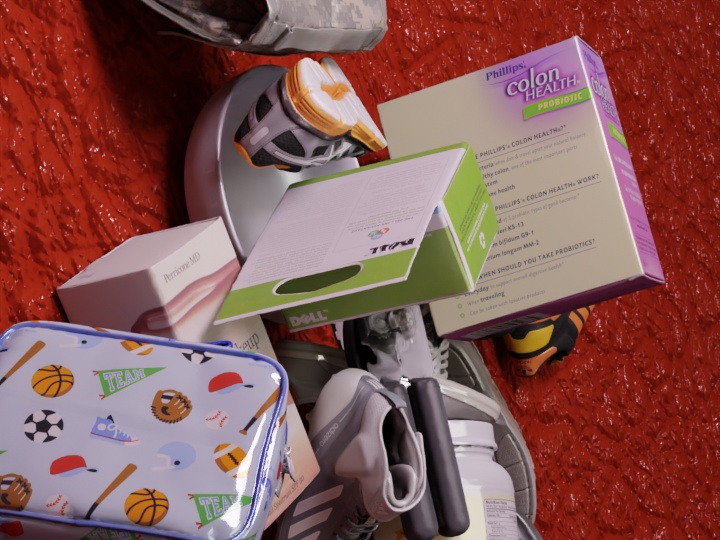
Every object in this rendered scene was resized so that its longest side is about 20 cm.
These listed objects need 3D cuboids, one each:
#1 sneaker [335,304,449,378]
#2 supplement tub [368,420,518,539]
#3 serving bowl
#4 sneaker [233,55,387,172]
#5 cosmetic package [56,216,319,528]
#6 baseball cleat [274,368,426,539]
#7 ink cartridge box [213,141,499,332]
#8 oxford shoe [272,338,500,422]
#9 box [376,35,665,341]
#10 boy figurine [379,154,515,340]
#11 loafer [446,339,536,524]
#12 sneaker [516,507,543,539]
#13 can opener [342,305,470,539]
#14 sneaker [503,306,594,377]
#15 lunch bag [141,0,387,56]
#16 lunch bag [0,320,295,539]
[{"bbox_3d":[0.039,0.080,1.543,0.076,0.080,0.200,-48,121,-55],"label":"sneaker"},{"bbox_3d":[0.052,0.224,1.447,0.145,0.145,0.201,14,67,-56],"label":"supplement tub"},{"bbox_3d":[-0.073,-0.052,1.421,0.200,0.066,0.201,28,57,-53],"label":"serving bowl"},{"bbox_3d":[-0.039,-0.108,1.371,0.078,0.077,0.200,55,11,9],"label":"sneaker"},{"bbox_3d":[-0.115,0.077,1.284,0.103,0.087,0.200,-43,115,-54],"label":"cosmetic package"},{"bbox_3d":[-0.009,0.174,1.344,0.070,0.106,0.200,-10,118,-36],"label":"baseball cleat"},{"bbox_3d":[0.000,0.000,1.288,0.200,0.147,0.076,-64,137,-57],"label":"ink cartridge box"},{"bbox_3d":[0.017,0.100,1.465,0.200,0.075,0.058,15,80,-26],"label":"oxford shoe"},{"bbox_3d":[0.130,-0.062,1.518,0.097,0.176,0.201,11,62,-70],"label":"box"},{"bbox_3d":[0.081,-0.035,1.670,0.200,0.064,0.124,60,39,-31],"label":"boy figurine"},{"bbox_3d":[0.111,0.137,1.654,0.200,0.072,0.063,66,25,-13],"label":"loafer"},{"bbox_3d":[0.118,0.299,1.593,0.114,0.076,0.200,9,76,-64],"label":"sneaker"},{"bbox_3d":[0.030,0.104,1.389,0.053,0.067,0.201,-7,77,-24],"label":"can opener"},{"bbox_3d":[0.189,0.043,1.825,0.200,0.070,0.090,-26,117,-58],"label":"sneaker"},{"bbox_3d":[-0.089,-0.222,1.345,0.200,0.118,0.164,49,25,19],"label":"lunch bag"},{"bbox_3d":[-0.138,0.108,1.134,0.076,0.199,0.161,94,6,-51],"label":"lunch bag"}]
